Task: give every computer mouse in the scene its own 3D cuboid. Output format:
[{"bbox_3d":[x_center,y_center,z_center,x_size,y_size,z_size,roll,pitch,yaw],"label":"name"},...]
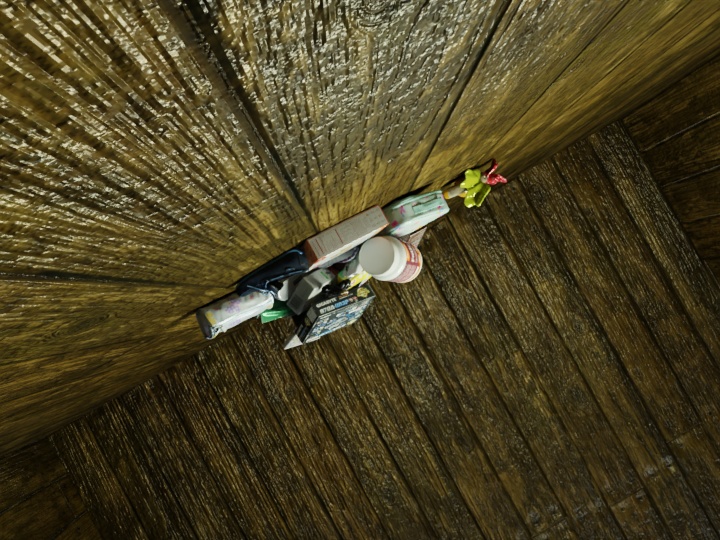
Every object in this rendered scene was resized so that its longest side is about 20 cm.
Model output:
[{"bbox_3d":[-0.023,-0.015,1.581,0.110,0.044,0.200,-15,-145,57],"label":"computer mouse"}]

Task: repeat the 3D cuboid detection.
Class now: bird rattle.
[{"bbox_3d":[0.335,-0.270,1.799,0.163,0.113,0.200,-16,-161,37],"label":"bird rattle"}]

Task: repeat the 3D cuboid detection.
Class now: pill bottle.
[{"bbox_3d":[0.078,-0.029,1.531,0.114,0.114,0.200,-30,166,18],"label":"pill bottle"}]

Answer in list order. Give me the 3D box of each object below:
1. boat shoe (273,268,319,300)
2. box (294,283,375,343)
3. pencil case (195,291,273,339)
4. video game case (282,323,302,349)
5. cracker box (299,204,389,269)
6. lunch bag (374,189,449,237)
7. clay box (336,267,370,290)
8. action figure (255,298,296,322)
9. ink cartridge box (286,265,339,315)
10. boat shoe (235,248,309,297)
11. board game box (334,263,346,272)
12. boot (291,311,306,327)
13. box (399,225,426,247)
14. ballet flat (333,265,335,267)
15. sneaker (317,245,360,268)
[{"bbox_3d":[-0.184,0.015,1.667,0.068,0.072,0.200,13,-138,37],"label":"boat shoe"},{"bbox_3d":[-0.071,0.122,1.675,0.200,0.046,0.159,-20,157,-34],"label":"box"},{"bbox_3d":[-0.323,0.100,1.534,0.200,0.083,0.091,-29,-160,-36],"label":"pencil case"},{"bbox_3d":[-0.133,0.161,1.769,0.143,0.018,0.200,-12,152,-45],"label":"video game case"},{"bbox_3d":[-0.045,-0.074,1.407,0.200,0.058,0.134,-28,177,-20],"label":"cracker box"},{"bbox_3d":[0.131,-0.150,1.574,0.200,0.077,0.160,-22,174,-40],"label":"lunch bag"},{"bbox_3d":[0.000,0.000,1.684,0.200,0.048,0.115,-39,166,-18],"label":"clay box"},{"bbox_3d":[-0.206,0.093,1.684,0.200,0.118,0.055,-6,148,-30],"label":"action figure"},{"bbox_3d":[-0.113,0.041,1.672,0.200,0.050,0.109,-32,161,-54],"label":"ink cartridge box"},{"bbox_3d":[-0.207,0.021,1.375,0.200,0.069,0.084,-30,178,29],"label":"boat shoe"},{"bbox_3d":[0.016,-0.075,1.715,0.153,0.040,0.200,-25,162,-27],"label":"board game box"},{"bbox_3d":[-0.222,0.102,1.778,0.200,0.168,0.076,-29,176,7],"label":"boot"},{"bbox_3d":[0.116,-0.088,1.788,0.075,0.100,0.200,-28,157,-33],"label":"box"},{"bbox_3d":[-0.092,0.014,1.824,0.046,0.067,0.200,113,-12,-46],"label":"ballet flat"},{"bbox_3d":[-0.082,-0.042,1.553,0.087,0.075,0.200,-21,174,-40],"label":"sneaker"}]
